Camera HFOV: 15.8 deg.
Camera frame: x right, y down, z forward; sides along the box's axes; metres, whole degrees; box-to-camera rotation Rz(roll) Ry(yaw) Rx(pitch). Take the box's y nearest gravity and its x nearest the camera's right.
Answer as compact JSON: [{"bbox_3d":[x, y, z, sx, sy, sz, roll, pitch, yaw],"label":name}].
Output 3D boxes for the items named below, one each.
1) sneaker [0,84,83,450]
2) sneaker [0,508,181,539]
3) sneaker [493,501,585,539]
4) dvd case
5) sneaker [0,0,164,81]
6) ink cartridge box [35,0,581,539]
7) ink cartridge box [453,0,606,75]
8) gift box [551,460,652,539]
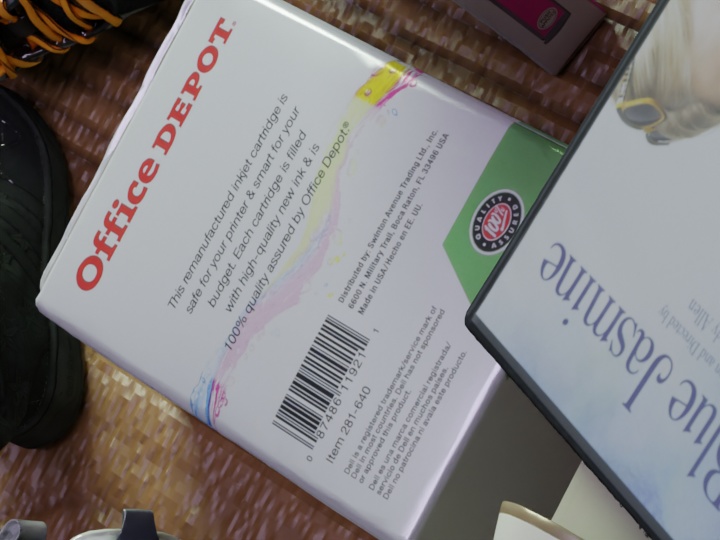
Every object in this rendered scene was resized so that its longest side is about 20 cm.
[{"bbox_3d":[-0.163,-0.001,1.027,0.060,0.104,0.200,-26,62,25],"label":"sneaker"},{"bbox_3d":[-0.085,0.158,0.940,0.199,0.079,0.130,29,101,46],"label":"sneaker"},{"bbox_3d":[0.089,0.141,0.632,0.200,0.067,0.090,31,88,37],"label":"sneaker"},{"bbox_3d":[0.112,-0.030,0.692,0.200,0.018,0.143,-59,38,16],"label":"dvd case"},{"bbox_3d":[-0.135,-0.115,1.058,0.200,0.078,0.077,-4,59,44],"label":"sneaker"},{"bbox_3d":[0.000,0.000,0.930,0.200,0.084,0.145,30,93,36],"label":"ink cartridge box"},{"bbox_3d":[0.004,-0.135,0.898,0.037,0.200,0.095,-51,56,10],"label":"ink cartridge box"},{"bbox_3d":[0.108,0.178,0.750,0.200,0.185,0.187,20,78,40],"label":"gift box"}]
